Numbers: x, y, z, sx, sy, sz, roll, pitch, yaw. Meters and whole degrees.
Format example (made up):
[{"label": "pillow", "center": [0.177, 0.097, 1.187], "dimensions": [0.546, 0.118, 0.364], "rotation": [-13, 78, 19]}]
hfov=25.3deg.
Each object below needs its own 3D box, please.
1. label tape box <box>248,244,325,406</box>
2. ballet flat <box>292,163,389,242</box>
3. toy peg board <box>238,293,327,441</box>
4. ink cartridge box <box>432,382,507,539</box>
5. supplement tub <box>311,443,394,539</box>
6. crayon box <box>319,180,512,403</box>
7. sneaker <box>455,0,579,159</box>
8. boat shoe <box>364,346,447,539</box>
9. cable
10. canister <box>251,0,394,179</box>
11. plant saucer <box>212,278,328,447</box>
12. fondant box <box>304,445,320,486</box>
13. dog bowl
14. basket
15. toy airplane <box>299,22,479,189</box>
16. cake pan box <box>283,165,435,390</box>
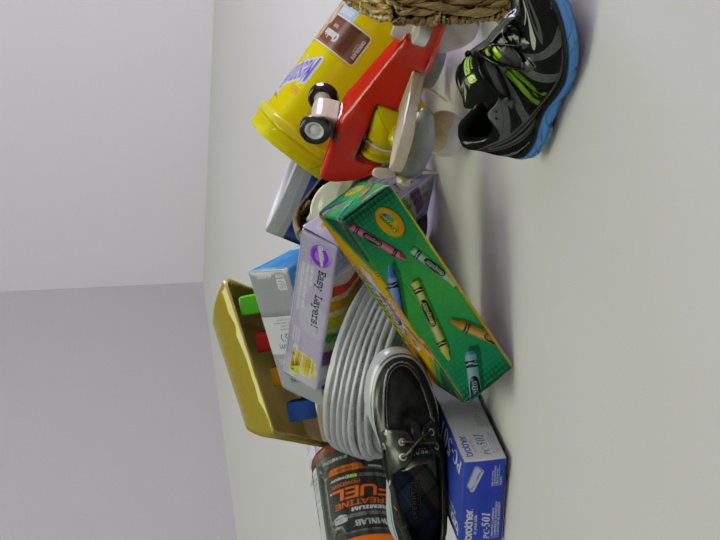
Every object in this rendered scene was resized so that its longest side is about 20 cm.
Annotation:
[{"label": "label tape box", "center": [-0.033, 0.069, 1.772], "dimensions": [0.066, 0.143, 0.202], "rotation": [-3, 107, 39]}, {"label": "ballet flat", "center": [-0.002, -0.106, 1.696], "dimensions": [0.201, 0.068, 0.067], "rotation": [-54, -14, 7]}, {"label": "toy peg board", "center": [-0.060, 0.092, 1.911], "dimensions": [0.200, 0.097, 0.202], "rotation": [-16, -84, -72]}, {"label": "ink cartridge box", "center": [0.093, 0.165, 1.541], "dimensions": [0.200, 0.044, 0.095], "rotation": [-113, 21, -61]}, {"label": "supplement tub", "center": [0.005, 0.303, 1.881], "dimensions": [0.107, 0.106, 0.202], "rotation": [102, 161, -53]}, {"label": "crayon box", "center": [0.048, 0.016, 1.455], "dimensions": [0.201, 0.058, 0.119], "rotation": [55, 174, -10]}, {"label": "sneaker", "center": [0.117, -0.156, 1.235], "dimensions": [0.201, 0.082, 0.071], "rotation": [102, 161, -53]}, {"label": "boat shoe", "center": [0.048, 0.173, 1.486], "dimensions": [0.066, 0.069, 0.203], "rotation": [-145, 50, -68]}, {"label": "cable", "center": [0.023, 0.092, 1.631], "dimensions": [0.200, 0.069, 0.202], "rotation": [-37, -40, -65]}, {"label": "canister", "center": [-0.021, -0.208, 1.695], "dimensions": [0.201, 0.086, 0.149], "rotation": [-53, 15, 5]}, {"label": "plant saucer", "center": [-0.106, 0.123, 1.924], "dimensions": [0.200, 0.048, 0.202], "rotation": [24, -136, -64]}, {"label": "fondant box", "center": [-0.048, 0.185, 2.261], "dimensions": [0.145, 0.058, 0.202], "rotation": [110, 154, -63]}, {"label": "dog bowl", "center": [-0.040, -0.125, 1.890], "dimensions": [0.200, 0.078, 0.202], "rotation": [-158, 90, -84]}, {"label": "basket", "center": [0.048, -0.310, 1.407], "dimensions": [0.200, 0.141, 0.151], "rotation": [-115, 24, -62]}, {"label": "toy airplane", "center": [0.051, -0.168, 1.522], "dimensions": [0.201, 0.141, 0.199], "rotation": [-58, 17, -13]}, {"label": "cake pan box", "center": [0.000, 0.000, 1.664], "dimensions": [0.200, 0.052, 0.186], "rotation": [-38, -32, -48]}]
